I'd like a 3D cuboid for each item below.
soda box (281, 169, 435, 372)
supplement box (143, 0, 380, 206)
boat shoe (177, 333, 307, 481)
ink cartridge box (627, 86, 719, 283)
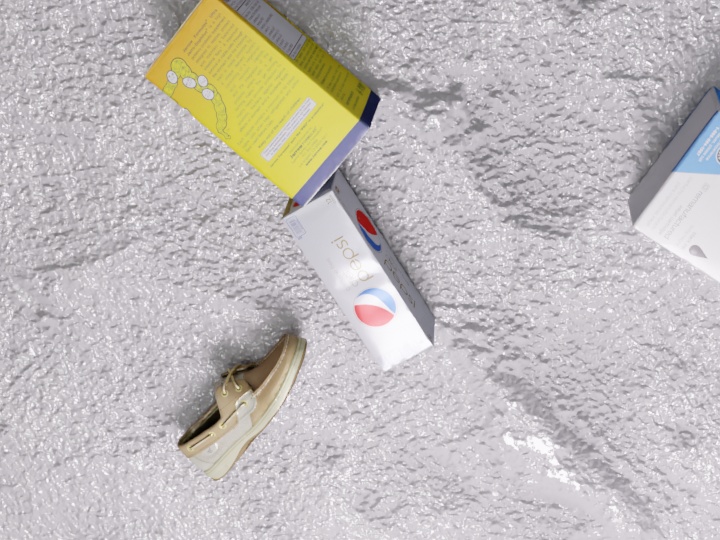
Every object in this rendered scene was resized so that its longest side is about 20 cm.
[{"bbox_3d":[0.000,0.000,1.553,0.063,0.068,0.201,-28,109,16],"label":"soda box"},{"bbox_3d":[-0.092,-0.178,1.475,0.200,0.109,0.110,40,111,-9],"label":"supplement box"},{"bbox_3d":[-0.129,0.141,1.625,0.066,0.074,0.201,32,112,-12],"label":"boat shoe"},{"bbox_3d":[0.384,-0.059,1.477,0.199,0.084,0.145,31,112,-6],"label":"ink cartridge box"}]
